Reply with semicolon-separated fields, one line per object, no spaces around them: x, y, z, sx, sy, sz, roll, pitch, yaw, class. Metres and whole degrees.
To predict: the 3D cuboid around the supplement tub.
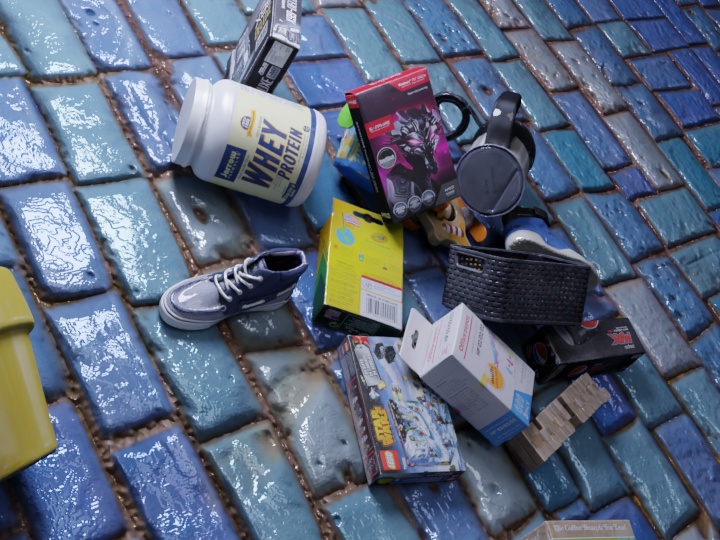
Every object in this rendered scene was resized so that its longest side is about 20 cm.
-0.161;-0.186;1.343;0.196;0.146;0.147;15;49;-20;supplement tub

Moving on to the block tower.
0.290;0.221;1.372;0.198;0.054;0.058;-27;73;-42;block tower

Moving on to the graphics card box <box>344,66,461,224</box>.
0.064;-0.184;1.381;0.123;0.051;0.204;-22;106;-18;graphics card box

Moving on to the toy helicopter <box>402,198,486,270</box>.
0.158;-0.054;1.504;0.131;0.078;0.203;-21;80;-50;toy helicopter

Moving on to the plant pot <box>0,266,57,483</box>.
-0.402;0.126;0.935;0.199;0.200;0.191;-27;87;-42;plant pot

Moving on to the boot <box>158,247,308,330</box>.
-0.165;0.015;1.224;0.197;0.091;0.074;-14;64;-38;boot

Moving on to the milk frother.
0.184;-0.202;1.558;0.195;0.184;0.188;-4;20;18;milk frother

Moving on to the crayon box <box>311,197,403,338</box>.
0.000;0.000;1.365;0.125;0.051;0.203;19;49;-18;crayon box

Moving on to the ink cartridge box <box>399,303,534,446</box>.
0.152;0.132;1.305;0.199;0.068;0.116;42;35;-16;ink cartridge box

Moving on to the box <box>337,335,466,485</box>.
0.053;0.186;1.263;0.134;0.040;0.203;6;54;-29;box

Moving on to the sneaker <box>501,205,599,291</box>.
0.318;-0.042;1.573;0.197;0.077;0.113;23;39;-24;sneaker

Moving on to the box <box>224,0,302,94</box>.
-0.151;-0.326;1.417;0.049;0.200;0.160;17;49;-23;box

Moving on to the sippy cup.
0.026;-0.197;1.464;0.176;0.139;0.132;32;82;-20;sippy cup

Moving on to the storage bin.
0.235;0.023;1.409;0.196;0.134;0.096;3;98;-34;storage bin

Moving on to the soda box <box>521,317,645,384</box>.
0.354;0.125;1.478;0.196;0.064;0.072;-3;58;-34;soda box

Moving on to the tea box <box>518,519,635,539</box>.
0.237;0.421;1.085;0.131;0.201;0.200;7;51;-25;tea box
